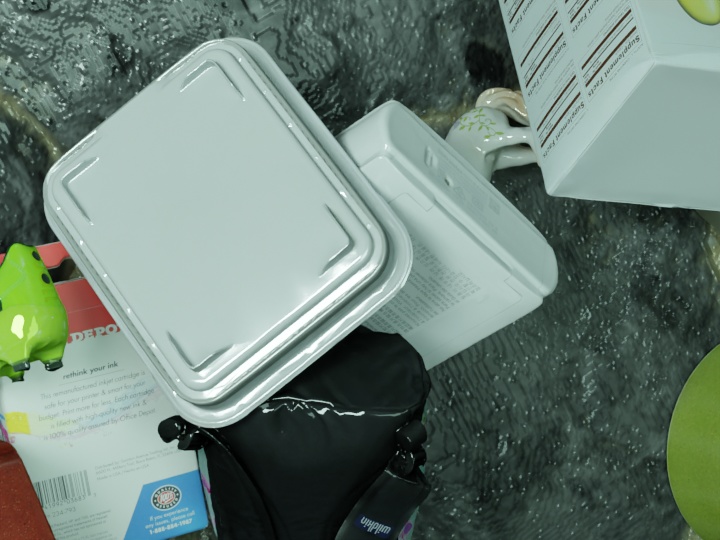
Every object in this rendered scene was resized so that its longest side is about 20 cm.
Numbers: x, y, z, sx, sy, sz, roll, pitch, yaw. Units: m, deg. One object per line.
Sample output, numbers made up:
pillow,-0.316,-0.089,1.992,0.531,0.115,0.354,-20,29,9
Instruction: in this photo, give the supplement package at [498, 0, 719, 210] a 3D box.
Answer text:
supplement package,0.216,-0.164,1.116,0.191,0.147,0.200,3,58,-23

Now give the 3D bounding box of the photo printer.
photo printer,0.000,0.000,1.076,0.166,0.200,0.070,40,37,-24

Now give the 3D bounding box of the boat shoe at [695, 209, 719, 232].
boat shoe,0.300,-0.040,1.253,0.057,0.067,0.200,-48,118,0

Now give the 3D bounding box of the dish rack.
dish rack,-0.086,-0.029,0.977,0.172,0.044,0.200,-39,71,4

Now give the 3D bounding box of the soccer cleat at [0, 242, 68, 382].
soccer cleat,-0.259,0.043,0.992,0.200,0.067,0.081,-20,78,21

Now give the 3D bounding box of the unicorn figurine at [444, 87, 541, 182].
unicorn figurine,0.064,-0.055,1.141,0.200,0.137,0.074,-44,151,-36

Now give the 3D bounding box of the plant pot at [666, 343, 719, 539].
plant pot,0.358,0.144,1.225,0.187,0.200,0.188,-3,97,-23

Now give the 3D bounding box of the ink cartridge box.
ink cartridge box,-0.175,0.076,1.063,0.116,0.067,0.201,-13,100,-22

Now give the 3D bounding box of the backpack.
backpack,-0.025,0.126,1.063,0.166,0.127,0.200,9,132,13

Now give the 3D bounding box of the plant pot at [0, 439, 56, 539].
plant pot,-0.274,0.190,0.975,0.176,0.200,0.200,-28,106,-29
